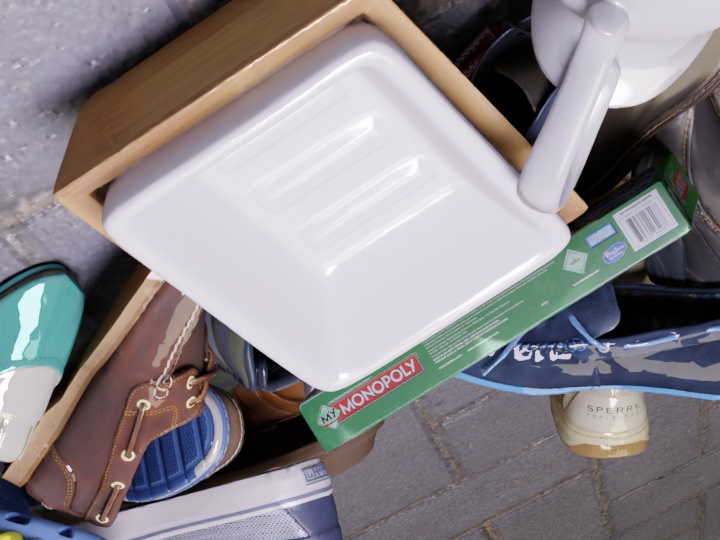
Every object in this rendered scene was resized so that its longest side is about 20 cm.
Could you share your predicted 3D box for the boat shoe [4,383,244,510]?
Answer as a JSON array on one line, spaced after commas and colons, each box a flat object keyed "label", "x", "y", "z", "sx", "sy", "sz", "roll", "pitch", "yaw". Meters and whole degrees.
[{"label": "boat shoe", "x": -0.119, "y": 0.092, "z": 1.177, "sx": 0.072, "sy": 0.073, "sz": 0.200, "roll": -1, "pitch": 173, "yaw": -40}]

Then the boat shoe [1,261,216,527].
[{"label": "boat shoe", "x": -0.109, "y": 0.051, "z": 1.070, "sx": 0.200, "sy": 0.070, "sz": 0.070, "roll": -54, "pitch": -172, "yaw": 35}]

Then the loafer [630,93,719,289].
[{"label": "loafer", "x": 0.189, "y": -0.050, "z": 1.136, "sx": 0.072, "sy": 0.073, "sz": 0.200, "roll": 12, "pitch": 159, "yaw": 19}]

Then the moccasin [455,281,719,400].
[{"label": "moccasin", "x": 0.131, "y": 0.022, "z": 1.174, "sx": 0.199, "sy": 0.081, "sz": 0.068, "roll": 1, "pitch": 131, "yaw": -7}]

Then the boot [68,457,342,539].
[{"label": "boot", "x": -0.097, "y": 0.169, "z": 1.163, "sx": 0.199, "sy": 0.091, "sz": 0.073, "roll": -17, "pitch": 177, "yaw": 29}]

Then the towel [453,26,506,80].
[{"label": "towel", "x": 0.081, "y": -0.078, "z": 1.118, "sx": 0.200, "sy": 0.023, "sz": 0.145, "roll": -4, "pitch": 151, "yaw": -50}]

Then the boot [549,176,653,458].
[{"label": "boot", "x": 0.134, "y": 0.003, "z": 1.308, "sx": 0.072, "sy": 0.200, "sz": 0.156, "roll": -4, "pitch": 117, "yaw": -6}]

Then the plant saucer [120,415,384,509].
[{"label": "plant saucer", "x": -0.076, "y": 0.119, "z": 1.303, "sx": 0.199, "sy": 0.030, "sz": 0.200, "roll": -16, "pitch": -174, "yaw": 2}]

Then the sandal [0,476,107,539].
[{"label": "sandal", "x": -0.206, "y": 0.141, "z": 1.142, "sx": 0.087, "sy": 0.199, "sz": 0.080, "roll": -52, "pitch": 142, "yaw": -45}]

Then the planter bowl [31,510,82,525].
[{"label": "planter bowl", "x": -0.189, "y": 0.213, "z": 1.310, "sx": 0.135, "sy": 0.200, "sz": 0.200, "roll": -57, "pitch": 156, "yaw": 9}]

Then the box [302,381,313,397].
[{"label": "box", "x": 0.000, "y": 0.000, "z": 1.095, "sx": 0.041, "sy": 0.039, "sz": 0.200, "roll": -4, "pitch": 146, "yaw": -14}]

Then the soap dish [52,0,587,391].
[{"label": "soap dish", "x": -0.015, "y": -0.042, "z": 0.909, "sx": 0.157, "sy": 0.081, "sz": 0.200, "roll": -32, "pitch": 142, "yaw": 15}]

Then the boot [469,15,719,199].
[{"label": "boot", "x": 0.116, "y": -0.101, "z": 0.985, "sx": 0.097, "sy": 0.075, "sz": 0.200, "roll": -14, "pitch": 145, "yaw": -46}]

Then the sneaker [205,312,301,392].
[{"label": "sneaker", "x": -0.063, "y": 0.034, "z": 1.124, "sx": 0.074, "sy": 0.081, "sz": 0.200, "roll": -20, "pitch": 163, "yaw": -19}]

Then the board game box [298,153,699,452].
[{"label": "board game box", "x": 0.071, "y": 0.013, "z": 1.028, "sx": 0.200, "sy": 0.029, "sz": 0.135, "roll": -32, "pitch": -178, "yaw": 13}]

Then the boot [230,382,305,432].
[{"label": "boot", "x": 0.001, "y": 0.054, "z": 1.288, "sx": 0.155, "sy": 0.077, "sz": 0.200, "roll": -30, "pitch": 168, "yaw": 21}]

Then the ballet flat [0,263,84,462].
[{"label": "ballet flat", "x": -0.201, "y": 0.077, "z": 1.066, "sx": 0.200, "sy": 0.071, "sz": 0.067, "roll": -37, "pitch": 153, "yaw": 25}]

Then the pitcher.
[{"label": "pitcher", "x": 0.108, "y": -0.120, "z": 0.824, "sx": 0.200, "sy": 0.121, "sz": 0.172, "roll": 97, "pitch": 14, "yaw": -73}]
